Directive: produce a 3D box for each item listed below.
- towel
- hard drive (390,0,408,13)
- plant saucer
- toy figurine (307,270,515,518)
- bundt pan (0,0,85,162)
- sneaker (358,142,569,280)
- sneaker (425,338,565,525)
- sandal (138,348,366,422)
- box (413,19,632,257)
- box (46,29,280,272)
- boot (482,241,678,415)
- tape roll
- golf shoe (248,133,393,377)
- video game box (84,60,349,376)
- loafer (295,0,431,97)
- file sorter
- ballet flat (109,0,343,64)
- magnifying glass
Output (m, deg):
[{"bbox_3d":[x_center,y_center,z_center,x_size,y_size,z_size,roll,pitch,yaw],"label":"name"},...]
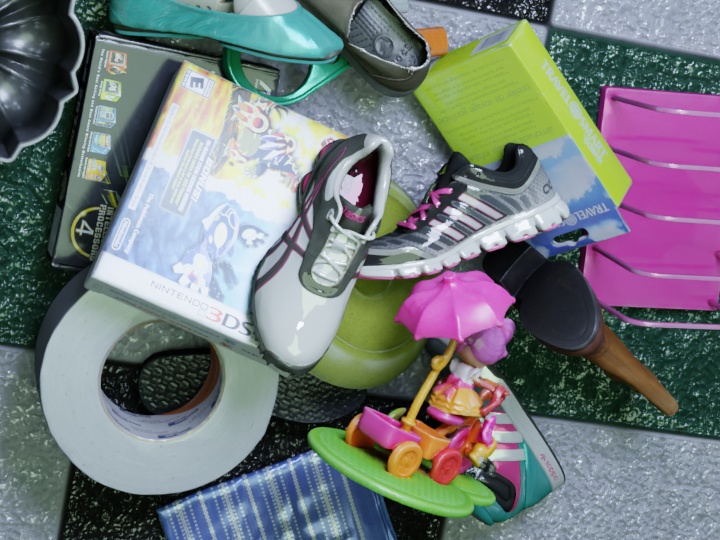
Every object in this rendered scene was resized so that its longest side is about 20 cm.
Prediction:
[{"bbox_3d":[-0.069,0.246,1.640,0.200,0.024,0.145,-19,105,-10],"label":"towel"},{"bbox_3d":[-0.062,-0.278,1.523,0.199,0.033,0.140,-8,104,-13],"label":"hard drive"},{"bbox_3d":[0.000,0.000,1.547,0.200,0.031,0.201,8,77,-38],"label":"plant saucer"},{"bbox_3d":[0.077,0.091,1.499,0.200,0.150,0.184,17,100,-47],"label":"toy figurine"},{"bbox_3d":[-0.324,-0.184,1.452,0.201,0.076,0.203,-3,103,-13],"label":"bundt pan"},{"bbox_3d":[0.073,-0.052,1.520,0.199,0.074,0.088,-20,99,-11],"label":"sneaker"},{"bbox_3d":[0.088,0.154,1.633,0.121,0.084,0.200,-40,110,-13],"label":"sneaker"},{"bbox_3d":[-0.094,0.091,1.593,0.200,0.048,0.076,2,103,-2],"label":"sandal"},{"bbox_3d":[0.144,-0.109,1.568,0.200,0.122,0.048,54,45,-19],"label":"box"},{"bbox_3d":[-0.167,-0.089,1.528,0.161,0.049,0.201,10,100,-19],"label":"box"},{"bbox_3d":[0.205,0.072,1.571,0.069,0.188,0.200,-49,118,-4],"label":"boot"},{"bbox_3d":[-0.169,0.083,1.511,0.200,0.066,0.201,-4,106,-13],"label":"tape roll"},{"bbox_3d":[-0.029,-0.018,1.407,0.077,0.088,0.201,21,75,-15],"label":"golf shoe"},{"bbox_3d":[-0.100,-0.042,1.459,0.182,0.047,0.200,24,73,-12],"label":"video game box"},{"bbox_3d":[-0.013,-0.224,1.481,0.200,0.070,0.075,38,74,-15],"label":"loafer"},{"bbox_3d":[0.289,-0.053,1.614,0.139,0.125,0.201,3,101,-15],"label":"file sorter"},{"bbox_3d":[-0.110,-0.213,1.446,0.199,0.067,0.071,11,118,15],"label":"ballet flat"},{"bbox_3d":[-0.020,-0.183,1.525,0.199,0.022,0.080,-9,91,-20],"label":"magnifying glass"}]
